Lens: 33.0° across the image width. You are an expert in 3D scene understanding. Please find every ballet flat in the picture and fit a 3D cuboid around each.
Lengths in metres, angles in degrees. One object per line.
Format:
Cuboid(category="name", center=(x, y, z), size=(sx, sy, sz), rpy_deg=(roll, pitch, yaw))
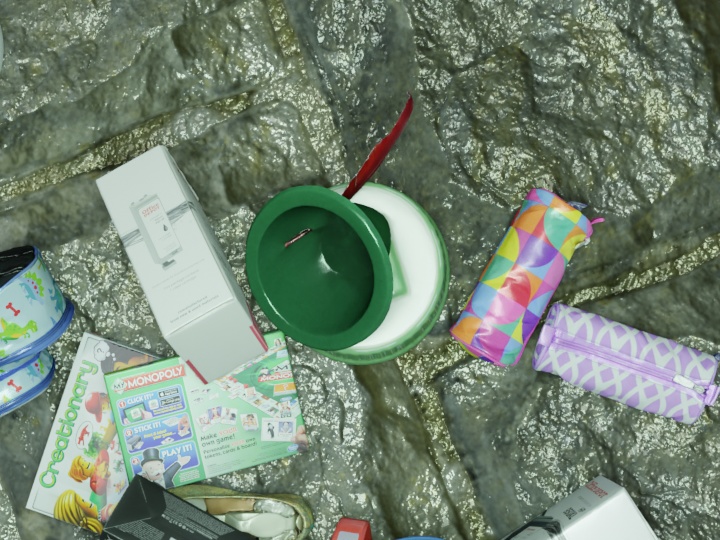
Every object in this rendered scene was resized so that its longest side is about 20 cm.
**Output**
Cuboid(category="ballet flat", center=(-0.146, 0.266, 1.291), size=(0.197, 0.071, 0.072), rpy_deg=(2, 87, -9))

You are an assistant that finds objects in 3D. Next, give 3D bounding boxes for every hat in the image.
Cuboid(category="hat", center=(0.002, -0.037, 1.246), size=(0.166, 0.176, 0.200), rpy_deg=(50, 126, 1))

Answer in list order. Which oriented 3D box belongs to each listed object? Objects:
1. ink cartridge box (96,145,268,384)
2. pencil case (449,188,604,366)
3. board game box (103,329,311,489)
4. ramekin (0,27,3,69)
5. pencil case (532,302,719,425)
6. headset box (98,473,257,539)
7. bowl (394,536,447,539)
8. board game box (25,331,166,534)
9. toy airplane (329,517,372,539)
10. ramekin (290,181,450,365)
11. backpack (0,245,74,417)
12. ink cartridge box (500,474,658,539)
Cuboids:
Cuboid(category="ink cartridge box", center=(-0.182, -0.005, 1.255), size=(0.082, 0.147, 0.201), rpy_deg=(-28, 64, -2))
Cuboid(category="pencil case", center=(0.176, 0.008, 1.305), size=(0.088, 0.088, 0.201), rpy_deg=(32, 90, 3))
Cuboid(category="board game box", center=(-0.164, 0.152, 1.308), size=(0.197, 0.029, 0.137), rpy_deg=(-13, 92, -10))
Cuboid(category="ramekin", center=(-0.502, -0.252, 1.329), size=(0.197, 0.105, 0.203), rpy_deg=(0, 86, 1))
Cuboid(category="pencil case", center=(0.282, 0.101, 1.295), size=(0.197, 0.086, 0.085), rpy_deg=(18, 99, 4))
Cuboid(category="headset box", center=(-0.203, 0.319, 1.253), size=(0.147, 0.201, 0.078), rpy_deg=(28, 47, 1))
Cuboid(category="bowl", center=(0.059, 0.360, 1.165), size=(0.197, 0.039, 0.204), rpy_deg=(0, 86, 3))
Cuboid(category="board game box", center=(-0.273, 0.182, 1.331), size=(0.125, 0.035, 0.203), rpy_deg=(18, 87, 2))
Cuboid(category="toy airplane", center=(-0.025, 0.386, 1.258), size=(0.199, 0.141, 0.200), rpy_deg=(-38, 79, 12))
Cuboid(category="ramekin", center=(0.000, 0.000, 1.301), size=(0.197, 0.098, 0.203), rpy_deg=(0, 87, 1))
Cuboid(category="backpack", center=(-0.398, 0.072, 1.275), size=(0.198, 0.183, 0.148), rpy_deg=(-30, 109, -4))
Cuboid(category="ink cartridge box", center=(0.201, 0.303, 1.255), size=(0.199, 0.145, 0.085), rpy_deg=(-33, 86, -1))
